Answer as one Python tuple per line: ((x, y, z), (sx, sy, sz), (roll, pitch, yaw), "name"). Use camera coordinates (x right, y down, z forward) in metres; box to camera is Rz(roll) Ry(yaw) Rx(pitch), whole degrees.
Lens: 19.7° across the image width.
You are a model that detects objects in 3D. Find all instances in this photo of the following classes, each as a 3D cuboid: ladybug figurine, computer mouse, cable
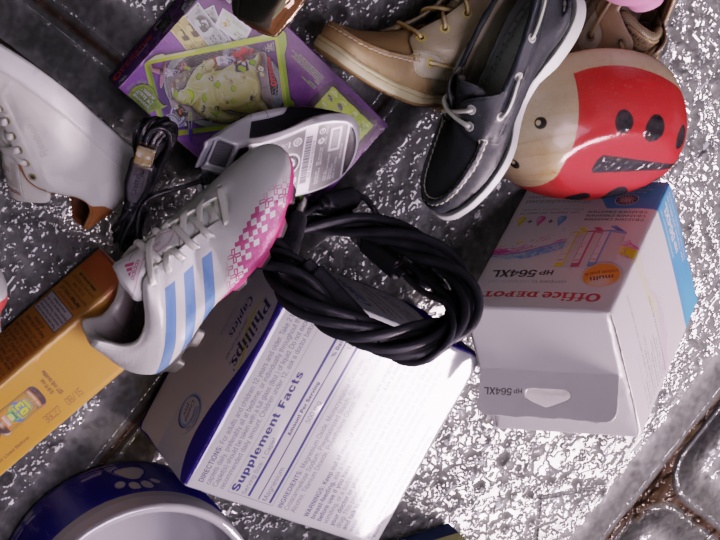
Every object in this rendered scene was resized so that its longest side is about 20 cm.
((0.186, -0.108, 1.635), (0.199, 0.072, 0.136), (-4, 136, -35), "ladybug figurine")
((-0.092, -0.081, 1.535), (0.199, 0.044, 0.110), (-14, 133, -31), "computer mouse")
((0.000, 0.000, 1.535), (0.162, 0.200, 0.051), (1, 125, -36), "cable")

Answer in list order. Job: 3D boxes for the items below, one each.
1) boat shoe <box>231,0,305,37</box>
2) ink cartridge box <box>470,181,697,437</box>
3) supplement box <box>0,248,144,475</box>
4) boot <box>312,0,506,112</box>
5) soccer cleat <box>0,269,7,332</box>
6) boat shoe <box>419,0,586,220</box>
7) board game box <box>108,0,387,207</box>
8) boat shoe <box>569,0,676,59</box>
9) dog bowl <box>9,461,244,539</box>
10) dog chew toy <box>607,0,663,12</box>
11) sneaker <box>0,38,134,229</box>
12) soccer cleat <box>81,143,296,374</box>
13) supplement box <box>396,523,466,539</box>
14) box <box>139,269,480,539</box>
((-0.021, -0.259, 1.503), (0.074, 0.075, 0.201), (29, 89, -45), "boat shoe")
((0.176, 0.036, 1.667), (0.200, 0.128, 0.126), (-58, 140, -46), "ink cartridge box")
((-0.244, 0.078, 1.553), (0.200, 0.069, 0.067), (-41, 125, -8), "supplement box")
((0.069, -0.202, 1.583), (0.199, 0.073, 0.156), (13, 110, -37), "boot")
((-0.347, 0.034, 1.479), (0.199, 0.069, 0.086), (-24, 113, -21), "soccer cleat")
((0.092, -0.135, 1.550), (0.060, 0.075, 0.201), (22, 96, -47), "boat shoe")
((-0.082, -0.127, 1.568), (0.120, 0.032, 0.200), (-50, 126, -3), "board game box")
((0.210, -0.193, 1.674), (0.071, 0.065, 0.201), (8, 109, -31), "boat shoe")
((-0.187, 0.258, 1.661), (0.199, 0.079, 0.202), (-12, 118, -23), "dog bowl")
((0.194, -0.293, 1.574), (0.124, 0.124, 0.201), (-26, 116, -15), "dog chew toy")
((-0.236, -0.097, 1.469), (0.085, 0.073, 0.200), (-49, 127, -3), "sneaker")
((-0.124, -0.010, 1.484), (0.086, 0.070, 0.201), (23, 107, -41), "soccer cleat")
((0.067, 0.362, 1.776), (0.133, 0.200, 0.201), (-15, 118, -23), "supplement box")
((-0.040, 0.097, 1.650), (0.199, 0.105, 0.185), (23, 101, -35), "box")
